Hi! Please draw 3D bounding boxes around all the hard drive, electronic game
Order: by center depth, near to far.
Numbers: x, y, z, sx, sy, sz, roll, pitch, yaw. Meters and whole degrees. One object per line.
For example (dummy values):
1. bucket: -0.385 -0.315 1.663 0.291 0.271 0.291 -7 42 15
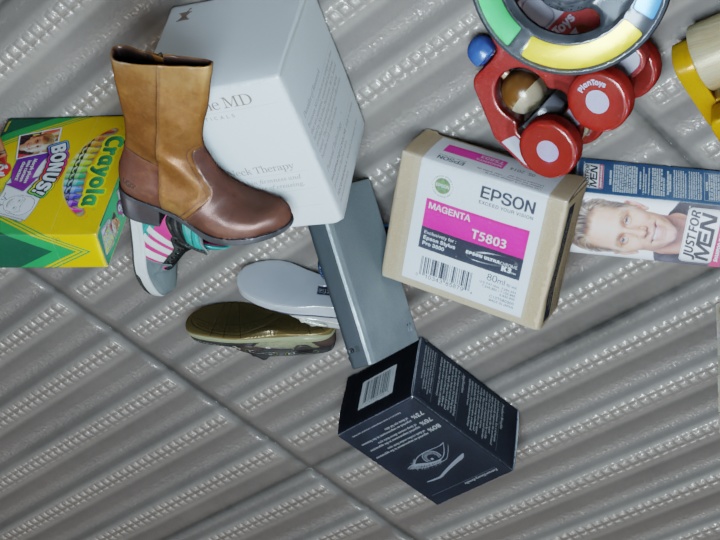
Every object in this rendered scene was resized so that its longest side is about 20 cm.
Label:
1. electronic game: 0.199 -0.287 1.383 0.199 0.042 0.201 6 107 19
2. hard drive: 0.000 0.000 1.655 0.033 0.139 0.201 -17 92 26

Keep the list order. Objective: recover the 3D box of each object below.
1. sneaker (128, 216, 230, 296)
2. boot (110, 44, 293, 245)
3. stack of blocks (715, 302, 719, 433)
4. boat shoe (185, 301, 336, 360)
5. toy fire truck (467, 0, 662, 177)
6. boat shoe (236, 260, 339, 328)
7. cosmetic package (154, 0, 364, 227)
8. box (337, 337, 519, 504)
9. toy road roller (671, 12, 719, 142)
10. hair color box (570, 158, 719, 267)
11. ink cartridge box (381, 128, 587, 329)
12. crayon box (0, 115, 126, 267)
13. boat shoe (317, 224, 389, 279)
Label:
1. sneaker: -0.211 -0.038 1.779 0.120 0.084 0.201 13 137 13
2. boot: -0.154 -0.129 1.450 0.187 0.069 0.201 15 131 10
3. stack of blocks: 0.478 0.131 1.710 0.115 0.201 0.058 38 131 -25
4. boat shoe: -0.129 0.086 1.895 0.199 0.073 0.065 2 132 11
5. toy fire truck: 0.199 -0.205 1.499 0.168 0.112 0.200 46 132 0
6. boat shoe: -0.058 0.039 1.835 0.199 0.072 0.066 6 142 2
7. cosmetic package: -0.111 -0.168 1.548 0.166 0.167 0.201 -7 134 20
8. box: 0.093 0.205 1.949 0.200 0.105 0.148 38 131 -27
9. toy road roller: 0.405 -0.157 1.456 0.122 0.146 0.200 -20 129 30
10. hair color box: 0.338 -0.063 1.637 0.199 0.061 0.100 6 137 7
11. ink cartridge box: 0.135 -0.046 1.620 0.199 0.075 0.166 19 121 19
12. crayon box: -0.347 -0.092 1.658 0.171 0.201 0.058 -1 136 14
13. boat shoe: 0.034 -0.015 1.751 0.199 0.069 0.084 -16 131 27
